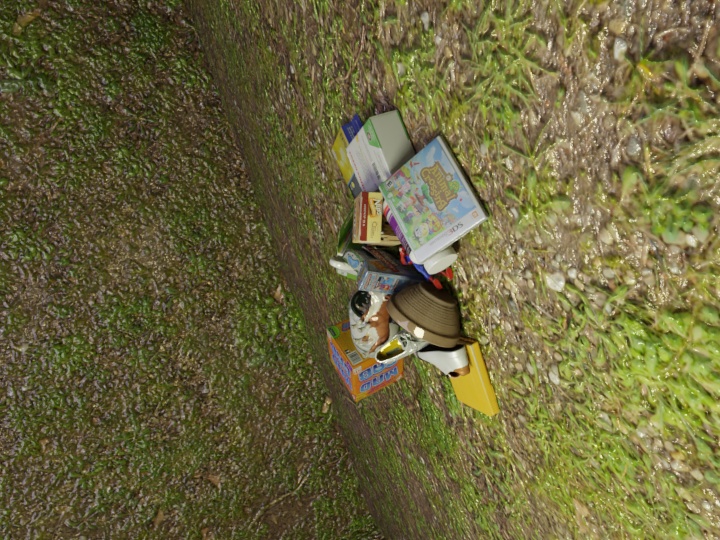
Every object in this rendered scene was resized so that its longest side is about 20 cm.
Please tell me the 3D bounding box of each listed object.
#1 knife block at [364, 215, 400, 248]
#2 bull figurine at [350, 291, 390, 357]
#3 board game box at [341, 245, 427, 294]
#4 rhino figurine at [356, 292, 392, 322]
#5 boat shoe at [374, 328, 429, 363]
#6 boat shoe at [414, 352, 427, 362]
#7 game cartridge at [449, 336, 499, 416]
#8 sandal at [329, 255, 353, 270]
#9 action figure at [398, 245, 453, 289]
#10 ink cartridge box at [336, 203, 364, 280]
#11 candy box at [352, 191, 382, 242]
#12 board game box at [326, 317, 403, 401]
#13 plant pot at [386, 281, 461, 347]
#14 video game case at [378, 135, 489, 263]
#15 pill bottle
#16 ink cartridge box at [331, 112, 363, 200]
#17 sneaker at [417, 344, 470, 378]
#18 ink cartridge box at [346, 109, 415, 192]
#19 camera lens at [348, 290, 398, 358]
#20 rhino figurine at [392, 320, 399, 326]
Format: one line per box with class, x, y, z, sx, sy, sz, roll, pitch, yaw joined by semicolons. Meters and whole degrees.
knife block;0.055;-0.088;1.399;0.201;0.063;0.176;-99;14;-45
bull figurine;0.035;0.140;1.354;0.065;0.121;0.201;38;152;39
board game box;0.050;-0.004;1.345;0.200;0.199;0.062;44;120;37
rhino figurine;0.085;0.098;1.426;0.060;0.198;0.088;-67;-24;-63
boat shoe;0.121;0.186;1.345;0.075;0.201;0.086;63;-164;12
boat shoe;0.187;0.233;1.484;0.067;0.057;0.200;67;162;0
game cartridge;0.277;0.264;1.315;0.176;0.032;0.201;7;120;69
sandal;-0.003;-0.003;1.440;0.082;0.201;0.050;45;119;55
action figure;0.143;-0.038;1.280;0.099;0.065;0.200;58;169;-32
ink cartridge box;-0.010;-0.091;1.523;0.075;0.148;0.201;20;145;10
candy box;0.015;-0.127;1.260;0.200;0.055;0.117;-159;72;-84
board game box;0.017;0.294;1.804;0.200;0.199;0.201;51;156;41
plant pot;0.171;0.092;1.245;0.201;0.200;0.093;48;117;46
video game case;0.147;-0.146;1.068;0.182;0.022;0.201;-36;73;33
pill bottle;0.138;-0.095;1.167;0.201;0.112;0.113;61;161;21
ink cartridge box;-0.011;-0.311;1.460;0.199;0.047;0.200;66;164;9
sneaker;0.211;0.235;1.300;0.085;0.072;0.200;69;161;-3
ink cartridge box;0.050;-0.280;1.254;0.146;0.083;0.200;68;161;1
camera lens;0.045;0.165;1.646;0.160;0.159;0.201;51;155;41
rhino figurine;0.114;0.093;1.500;0.060;0.087;0.201;-89;-9;-57
